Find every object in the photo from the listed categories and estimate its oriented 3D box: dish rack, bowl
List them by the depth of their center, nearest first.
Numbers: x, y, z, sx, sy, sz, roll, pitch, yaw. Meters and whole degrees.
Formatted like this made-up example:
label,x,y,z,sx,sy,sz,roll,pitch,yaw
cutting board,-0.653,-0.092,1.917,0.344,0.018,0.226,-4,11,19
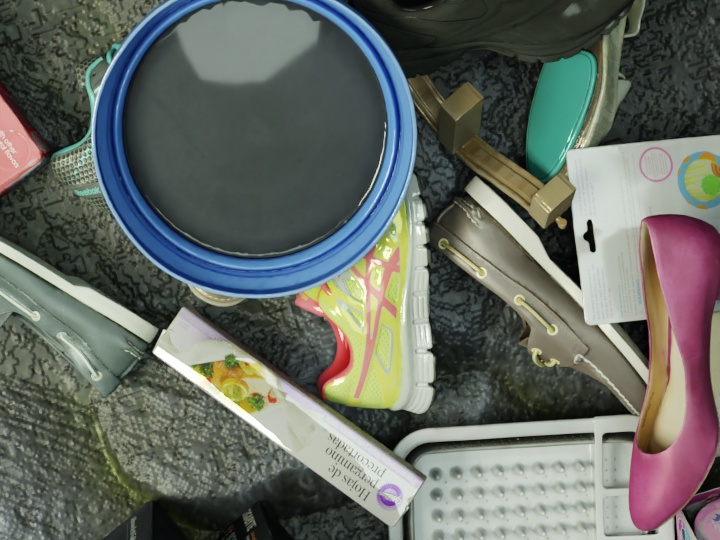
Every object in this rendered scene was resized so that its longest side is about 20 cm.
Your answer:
label,x,y,z,sx,sy,sz,roll,pitch,yaw
bowl,-0.065,-0.083,0.984,0.199,0.039,0.202,-1,108,-3
dish rack,0.116,0.186,1.100,0.198,0.044,0.173,-3,95,-6

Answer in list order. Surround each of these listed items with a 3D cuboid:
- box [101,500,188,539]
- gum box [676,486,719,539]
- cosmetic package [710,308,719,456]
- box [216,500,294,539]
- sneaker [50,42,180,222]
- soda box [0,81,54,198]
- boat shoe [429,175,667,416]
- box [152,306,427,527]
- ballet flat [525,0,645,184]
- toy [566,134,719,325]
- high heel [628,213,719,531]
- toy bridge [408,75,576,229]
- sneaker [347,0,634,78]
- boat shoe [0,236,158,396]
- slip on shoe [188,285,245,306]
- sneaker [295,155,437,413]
label,x,y,z,sx,sy,sz,roll,pitch,yaw
box,-0.169,0.270,0.995,0.196,0.200,0.124,-40,99,-2
gum box,0.322,0.190,1.089,0.198,0.066,0.114,-16,126,-6
cosmetic package,0.311,0.062,1.099,0.198,0.071,0.106,-10,94,-6
box,-0.013,0.251,1.032,0.046,0.159,0.200,-40,97,-3
sneaker,-0.139,-0.127,1.034,0.091,0.078,0.201,24,90,-4
soda box,-0.284,-0.134,1.020,0.070,0.063,0.201,-36,97,-3
boat shoe,0.127,0.028,1.077,0.059,0.072,0.200,-43,94,4
box,-0.047,0.096,1.054,0.199,0.041,0.039,35,91,5
ballet flat,0.162,-0.149,1.073,0.062,0.067,0.202,7,96,-32
toy,0.237,-0.031,1.065,0.198,0.047,0.116,-6,87,-5
high heel,0.187,0.065,1.007,0.095,0.067,0.201,16,102,-25
toy bridge,0.067,-0.100,1.055,0.027,0.067,0.200,-40,77,-11
sneaker,0.086,-0.177,0.995,0.198,0.091,0.076,-15,65,-5
boat shoe,-0.231,0.015,1.034,0.199,0.073,0.062,30,87,-13
slip on shoe,-0.065,-0.071,1.051,0.076,0.061,0.201,26,91,-8
sneaker,0.000,0.000,1.055,0.089,0.078,0.202,-5,95,-6
